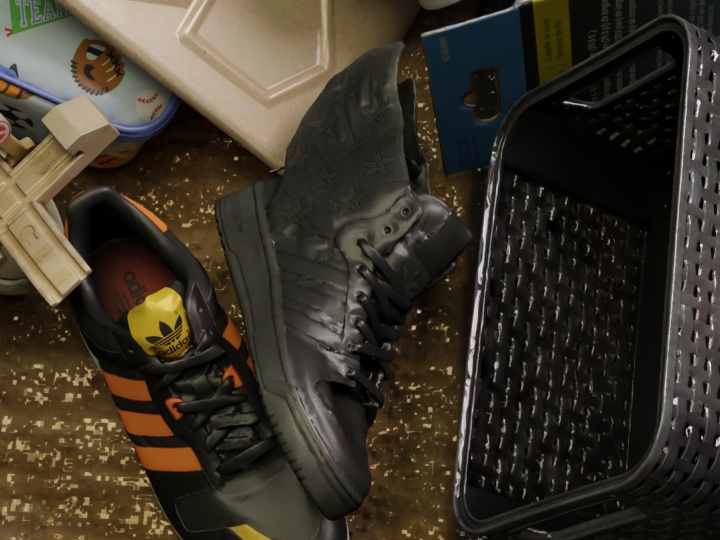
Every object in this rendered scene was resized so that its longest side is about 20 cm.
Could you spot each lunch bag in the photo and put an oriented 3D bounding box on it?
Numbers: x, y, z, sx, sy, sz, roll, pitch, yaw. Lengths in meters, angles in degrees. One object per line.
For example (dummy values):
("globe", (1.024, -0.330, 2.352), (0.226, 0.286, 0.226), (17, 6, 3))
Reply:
("lunch bag", (-0.158, -0.152, 1.054), (0.200, 0.076, 0.161), (27, 72, -12))

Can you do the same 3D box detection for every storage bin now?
("storage bin", (0.120, 0.016, 0.932), (0.094, 0.135, 0.201), (21, 63, -26))

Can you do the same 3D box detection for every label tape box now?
("label tape box", (0.123, -0.118, 1.001), (0.199, 0.144, 0.063), (-12, 67, 1))

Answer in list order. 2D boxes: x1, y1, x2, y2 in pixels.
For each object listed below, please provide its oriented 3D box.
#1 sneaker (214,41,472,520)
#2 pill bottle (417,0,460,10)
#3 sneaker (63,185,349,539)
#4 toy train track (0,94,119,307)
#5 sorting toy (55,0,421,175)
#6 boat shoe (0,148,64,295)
("sneaker", (0.001, 0.002, 0.968), (0.104, 0.060, 0.200), (-23, 54, 6))
("pill bottle", (0.004, -0.217, 0.997), (0.112, 0.112, 0.200), (-39, 108, -11))
("sneaker", (-0.075, 0.050, 0.980), (0.070, 0.090, 0.200), (-31, 65, -7))
("toy train track", (-0.188, -0.003, 0.980), (0.200, 0.033, 0.115), (-44, 53, 1))
("sorting toy", (-0.055, -0.162, 1.043), (0.200, 0.036, 0.185), (39, 66, -24))
("boat shoe", (-0.225, -0.052, 1.056), (0.200, 0.068, 0.075), (32, 77, -4))
